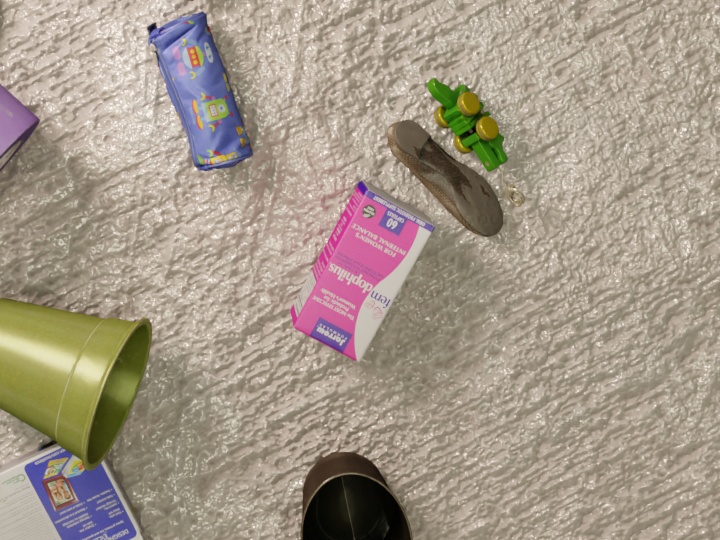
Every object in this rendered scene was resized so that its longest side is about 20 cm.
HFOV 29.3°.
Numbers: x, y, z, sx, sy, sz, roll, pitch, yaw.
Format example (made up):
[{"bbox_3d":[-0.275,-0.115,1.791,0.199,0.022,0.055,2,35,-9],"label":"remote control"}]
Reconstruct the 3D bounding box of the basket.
[{"bbox_3d":[-0.014,0.313,1.759,0.135,0.200,0.182,-13,101,-3],"label":"basket"}]

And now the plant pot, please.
[{"bbox_3d":[-0.386,0.122,1.718,0.189,0.200,0.201,20,97,5],"label":"plant pot"}]

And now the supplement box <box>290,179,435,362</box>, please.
[{"bbox_3d":[0.000,0.000,1.760,0.101,0.103,0.201,27,98,-10],"label":"supplement box"}]

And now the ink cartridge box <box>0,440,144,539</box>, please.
[{"bbox_3d":[-0.400,0.333,1.810,0.197,0.047,0.201,-25,102,-2],"label":"ink cartridge box"}]

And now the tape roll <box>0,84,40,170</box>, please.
[{"bbox_3d":[-0.481,-0.135,1.645,0.085,0.200,0.200,43,94,-11],"label":"tape roll"}]

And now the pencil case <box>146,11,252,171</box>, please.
[{"bbox_3d":[-0.202,-0.221,1.716,0.087,0.078,0.201,-25,102,-30],"label":"pencil case"}]

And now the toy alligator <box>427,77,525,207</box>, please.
[{"bbox_3d":[0.159,-0.174,1.771,0.200,0.059,0.054,51,52,-10],"label":"toy alligator"}]

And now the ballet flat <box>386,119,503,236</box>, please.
[{"bbox_3d":[0.107,-0.117,1.782,0.200,0.046,0.068,41,63,-15],"label":"ballet flat"}]
